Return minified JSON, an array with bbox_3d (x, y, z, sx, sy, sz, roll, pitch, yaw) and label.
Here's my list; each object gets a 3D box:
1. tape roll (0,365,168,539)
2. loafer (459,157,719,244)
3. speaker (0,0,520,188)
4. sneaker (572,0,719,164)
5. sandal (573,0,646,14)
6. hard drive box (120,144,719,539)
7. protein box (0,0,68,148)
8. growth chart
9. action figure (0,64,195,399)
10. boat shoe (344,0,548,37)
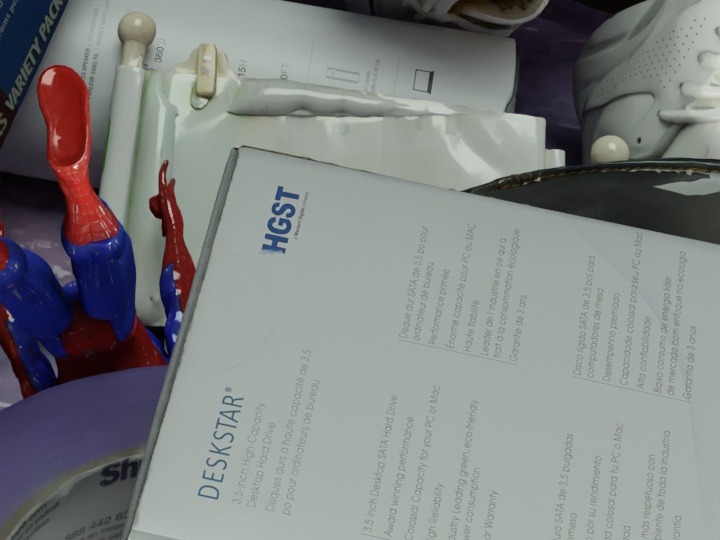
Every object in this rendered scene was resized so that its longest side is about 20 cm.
[{"bbox_3d":[-0.044,0.127,0.719,0.199,0.085,0.200,6,43,-5],"label":"tape roll"},{"bbox_3d":[0.047,0.004,0.821,0.199,0.072,0.073,-16,82,-7],"label":"loafer"},{"bbox_3d":[-0.047,-0.061,0.921,0.199,0.081,0.081,9,43,-2],"label":"speaker"},{"bbox_3d":[0.136,-0.072,0.900,0.078,0.200,0.100,14,56,-10],"label":"sneaker"},{"bbox_3d":[0.063,-0.162,1.062,0.200,0.081,0.054,22,27,8],"label":"sandal"},{"bbox_3d":[0.044,0.060,0.690,0.199,0.077,0.156,13,44,1],"label":"hard drive box"},{"bbox_3d":[-0.222,-0.134,0.814,0.198,0.200,0.135,15,73,24],"label":"protein box"},{"bbox_3d":[0.000,0.000,0.863,0.199,0.018,0.145,12,79,-1],"label":"growth chart"},{"bbox_3d":[-0.090,-0.012,0.769,0.065,0.200,0.099,-16,59,0],"label":"action figure"},{"bbox_3d":[0.039,-0.114,0.943,0.070,0.200,0.071,37,88,6],"label":"boat shoe"}]
